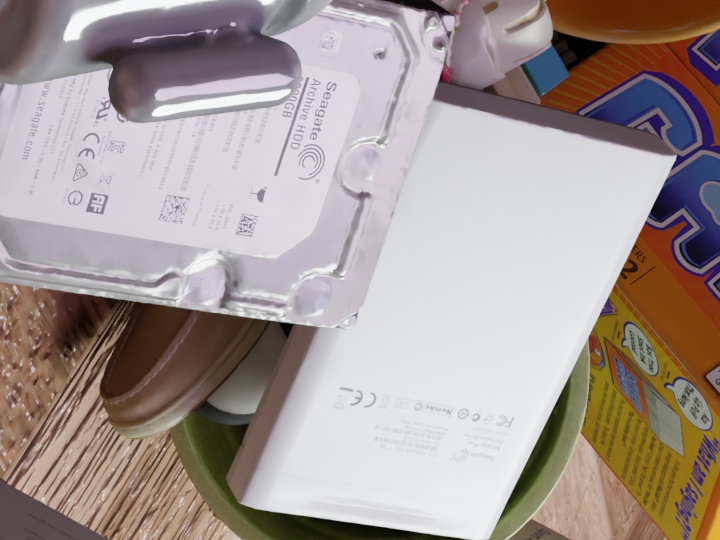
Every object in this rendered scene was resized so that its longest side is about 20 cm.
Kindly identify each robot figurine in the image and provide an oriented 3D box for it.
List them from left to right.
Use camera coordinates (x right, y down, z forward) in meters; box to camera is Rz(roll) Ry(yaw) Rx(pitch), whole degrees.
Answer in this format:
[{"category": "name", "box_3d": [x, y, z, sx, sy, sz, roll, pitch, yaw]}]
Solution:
[{"category": "robot figurine", "box_3d": [-0.078, -0.129, 1.011, 0.199, 0.171, 0.113, -13, 166, -31]}]

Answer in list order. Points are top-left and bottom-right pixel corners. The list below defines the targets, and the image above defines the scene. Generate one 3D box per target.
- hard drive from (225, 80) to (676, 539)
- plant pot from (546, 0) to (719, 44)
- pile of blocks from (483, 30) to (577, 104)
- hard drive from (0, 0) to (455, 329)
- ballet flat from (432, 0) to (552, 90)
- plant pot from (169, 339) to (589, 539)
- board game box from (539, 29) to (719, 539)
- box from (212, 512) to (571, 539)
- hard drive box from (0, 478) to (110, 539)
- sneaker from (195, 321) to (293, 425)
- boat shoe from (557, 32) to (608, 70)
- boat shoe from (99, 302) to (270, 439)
[{"category": "hard drive", "box_3d": [0.038, 0.020, 1.256, 0.131, 0.027, 0.201, 11, 116, -30]}, {"category": "plant pot", "box_3d": [0.134, -0.242, 1.387, 0.201, 0.199, 0.184, 92, 15, -45]}, {"category": "pile of blocks", "box_3d": [0.057, -0.107, 1.419, 0.082, 0.062, 0.200, -31, -173, -1]}, {"category": "hard drive", "box_3d": [-0.069, -0.055, 1.133, 0.199, 0.038, 0.141, 9, 107, -34]}, {"category": "ballet flat", "box_3d": [0.065, -0.127, 1.245, 0.200, 0.064, 0.076, -54, 148, -26]}, {"category": "plant pot", "box_3d": [0.017, 0.048, 1.436, 0.190, 0.199, 0.201, 19, 95, -83]}, {"category": "board game box", "box_3d": [0.195, -0.009, 1.487, 0.199, 0.200, 0.200, -34, 161, -15]}, {"category": "box", "box_3d": [0.037, 0.143, 1.522, 0.119, 0.199, 0.042, -19, 131, -63]}, {"category": "hard drive box", "box_3d": [-0.170, 0.175, 1.115, 0.200, 0.155, 0.077, -44, 152, -43]}, {"category": "sneaker", "box_3d": [0.000, 0.000, 1.306, 0.199, 0.074, 0.080, -35, 176, 6]}, {"category": "boat shoe", "box_3d": [0.089, -0.088, 1.558, 0.071, 0.072, 0.200, 14, 129, -37]}, {"category": "boat shoe", "box_3d": [-0.066, -0.020, 1.298, 0.065, 0.072, 0.201, 42, 69, -31]}]
